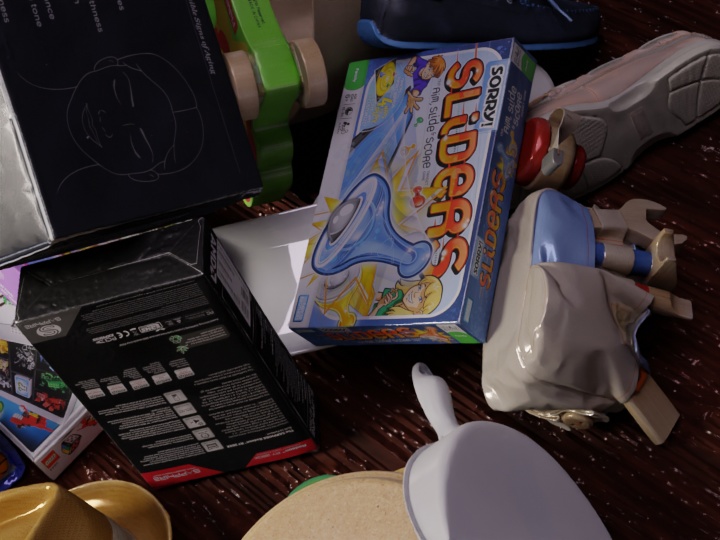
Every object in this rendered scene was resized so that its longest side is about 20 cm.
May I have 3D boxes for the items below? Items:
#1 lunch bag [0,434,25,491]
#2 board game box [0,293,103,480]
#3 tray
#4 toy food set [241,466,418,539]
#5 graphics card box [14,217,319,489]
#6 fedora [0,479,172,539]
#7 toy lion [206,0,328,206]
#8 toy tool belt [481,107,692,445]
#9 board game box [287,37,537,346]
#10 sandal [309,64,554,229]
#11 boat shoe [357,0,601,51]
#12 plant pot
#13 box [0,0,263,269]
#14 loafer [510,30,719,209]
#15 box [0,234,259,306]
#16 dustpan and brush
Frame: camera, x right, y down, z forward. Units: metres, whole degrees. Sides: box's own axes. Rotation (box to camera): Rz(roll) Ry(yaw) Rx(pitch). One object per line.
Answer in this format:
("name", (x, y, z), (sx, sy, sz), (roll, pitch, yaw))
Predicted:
("lunch bag", (-0.367, 0.139, 1.068), (0.200, 0.124, 0.170), (-43, 53, -19))
("board game box", (-0.243, 0.050, 1.131), (0.126, 0.035, 0.200), (-46, 53, -13))
("tray", (0.000, 0.000, 1.049), (0.200, 0.022, 0.107), (-13, 65, 1))
("toy food set", (-0.005, 0.209, 0.918), (0.198, 0.049, 0.200), (-12, 55, 15))
("graphics card box", (-0.117, 0.058, 0.969), (0.125, 0.200, 0.051), (-15, 50, 13))
("fedora", (-0.218, 0.197, 0.967), (0.200, 0.082, 0.201), (-20, 38, 17))
("toy lion", (-0.088, -0.153, 1.100), (0.069, 0.192, 0.200), (-14, 78, -16))
("toy tool belt", (0.149, 0.006, 0.968), (0.123, 0.125, 0.200), (18, 59, -16))
("board game box", (0.035, -0.050, 1.001), (0.135, 0.034, 0.200), (-4, 65, 36))
("sandal", (0.046, -0.087, 1.094), (0.203, 0.082, 0.050), (-35, 7, 0))
("boat shoe", (0.093, -0.188, 1.068), (0.084, 0.200, 0.069), (13, 105, 50))
("plant pot", (-0.013, -0.216, 1.140), (0.134, 0.200, 0.200), (-11, 48, -22))
("box", (-0.188, -0.113, 0.949), (0.124, 0.197, 0.200), (-16, 92, 37))
("loafer", (0.164, -0.106, 1.058), (0.200, 0.072, 0.063), (-27, 35, -6))
("box", (-0.185, -0.006, 1.107), (0.137, 0.039, 0.200), (-25, 45, -34))
("dustpan and brush", (0.071, 0.119, 0.915), (0.057, 0.139, 0.200), (-50, 38, 33))
